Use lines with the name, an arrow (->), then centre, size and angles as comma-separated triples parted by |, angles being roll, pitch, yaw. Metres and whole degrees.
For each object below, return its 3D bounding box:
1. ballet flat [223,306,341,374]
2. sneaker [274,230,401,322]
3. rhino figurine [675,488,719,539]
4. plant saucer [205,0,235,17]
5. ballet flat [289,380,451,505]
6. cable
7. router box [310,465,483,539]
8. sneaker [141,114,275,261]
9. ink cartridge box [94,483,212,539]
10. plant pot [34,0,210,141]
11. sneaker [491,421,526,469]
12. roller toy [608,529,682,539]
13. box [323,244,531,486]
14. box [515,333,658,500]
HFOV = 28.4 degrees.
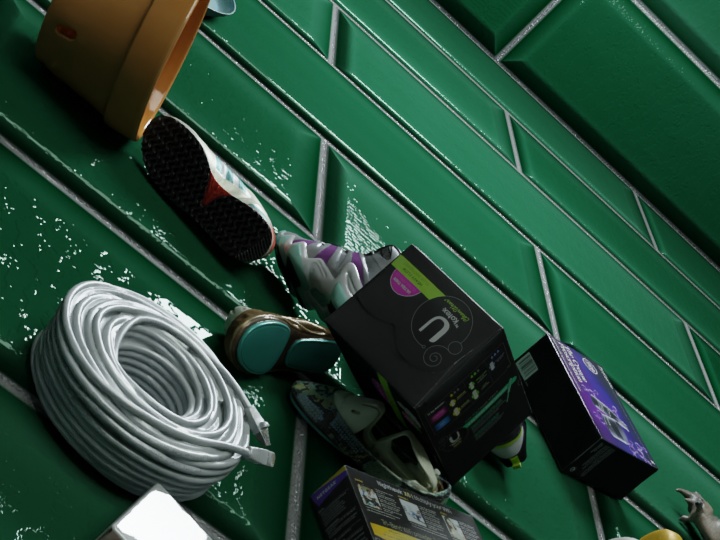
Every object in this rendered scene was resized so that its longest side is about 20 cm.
ballet flat -> -0.094, 0.066, 1.450 | 0.072, 0.068, 0.200 | 34, 12, 28
sneaker -> 0.000, 0.000, 1.598 | 0.200, 0.140, 0.078 | 46, -26, 38
rhino figurine -> 0.535, 0.392, 2.082 | 0.200, 0.060, 0.087 | 47, 31, 11
plant saucer -> -0.267, -0.442, 2.096 | 0.200, 0.027, 0.200 | 39, 22, -19
ballet flat -> 0.016, 0.172, 1.451 | 0.200, 0.074, 0.074 | 46, 20, -2
cable -> -0.182, 0.101, 1.191 | 0.200, 0.069, 0.200 | 12, 39, -56
router box -> 0.057, 0.283, 1.344 | 0.200, 0.052, 0.158 | 29, 26, -40
sneaker -> -0.168, -0.087, 1.595 | 0.200, 0.070, 0.093 | 47, 2, 7
ink cartridge box -> -0.124, 0.268, 1.028 | 0.200, 0.045, 0.176 | 46, 19, 0
plant pot -> -0.263, -0.262, 1.557 | 0.140, 0.200, 0.200 | 27, 23, -6
sneaker -> 0.165, 0.175, 1.778 | 0.200, 0.071, 0.083 | -96, 162, -57
roller toy -> 0.245, 0.358, 1.383 | 0.140, 0.200, 0.183 | 43, 26, -6
box -> 0.074, 0.101, 1.472 | 0.149, 0.124, 0.200 | 43, -12, 32
box -> 0.308, 0.201, 1.966 | 0.141, 0.079, 0.200 | 32, 24, -40
